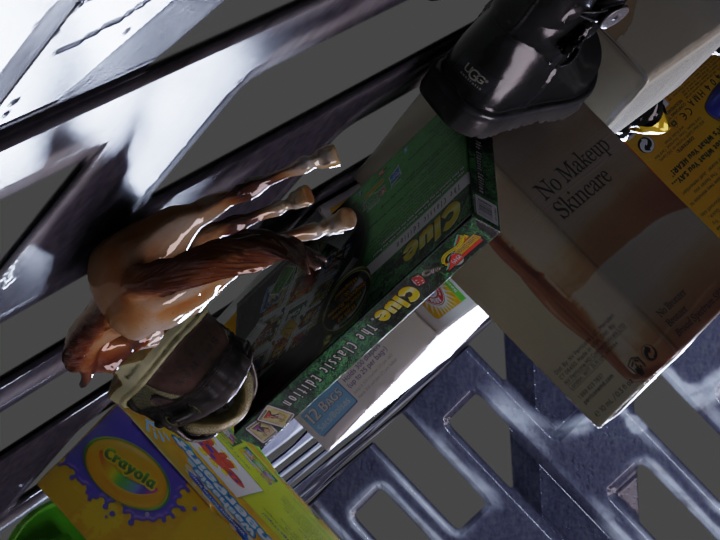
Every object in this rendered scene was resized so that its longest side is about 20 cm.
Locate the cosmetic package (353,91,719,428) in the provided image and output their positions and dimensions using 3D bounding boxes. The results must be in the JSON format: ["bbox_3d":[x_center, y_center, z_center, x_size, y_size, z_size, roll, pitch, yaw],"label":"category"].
[{"bbox_3d":[0.109,-0.025,1.397,0.103,0.200,0.087,-40,172,-45],"label":"cosmetic package"}]

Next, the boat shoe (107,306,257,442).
[{"bbox_3d":[-0.089,0.059,1.304,0.073,0.065,0.200,-46,176,-4],"label":"boat shoe"}]

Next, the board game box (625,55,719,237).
[{"bbox_3d":[0.328,-0.111,2.276,0.200,0.200,0.200,-42,173,-11],"label":"board game box"}]

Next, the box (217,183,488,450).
[{"bbox_3d":[0.016,0.010,1.494,0.112,0.101,0.200,-47,173,27],"label":"box"}]

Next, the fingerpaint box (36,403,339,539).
[{"bbox_3d":[-0.079,0.166,1.474,0.073,0.200,0.167,-44,175,10],"label":"fingerpaint box"}]

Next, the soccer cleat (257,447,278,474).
[{"bbox_3d":[-0.140,0.213,1.982,0.200,0.081,0.068,-46,174,22],"label":"soccer cleat"}]

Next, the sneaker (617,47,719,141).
[{"bbox_3d":[0.158,-0.110,1.665,0.200,0.090,0.070,-45,174,6],"label":"sneaker"}]

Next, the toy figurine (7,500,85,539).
[{"bbox_3d":[-0.222,0.244,1.538,0.200,0.150,0.184,-7,158,-43],"label":"toy figurine"}]

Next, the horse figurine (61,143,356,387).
[{"bbox_3d":[-0.068,-0.002,1.033,0.133,0.050,0.200,-26,180,-8],"label":"horse figurine"}]

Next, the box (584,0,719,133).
[{"bbox_3d":[0.160,-0.140,1.525,0.095,0.078,0.200,-47,173,33],"label":"box"}]

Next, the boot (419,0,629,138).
[{"bbox_3d":[0.132,-0.164,1.280,0.200,0.066,0.165,-52,172,31],"label":"boot"}]

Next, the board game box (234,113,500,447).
[{"bbox_3d":[0.000,0.000,1.326,0.200,0.023,0.105,-42,-151,32],"label":"board game box"}]
